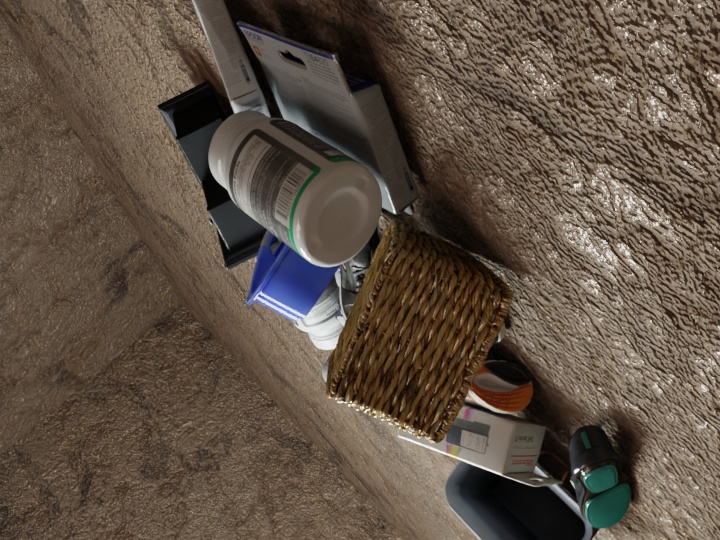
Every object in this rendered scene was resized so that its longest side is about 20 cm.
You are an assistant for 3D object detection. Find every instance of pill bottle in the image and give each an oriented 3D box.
[{"bbox_3d":[-0.076,-0.096,0.965,0.199,0.113,0.114,36,160,42],"label":"pill bottle"},{"bbox_3d":[-0.080,0.025,1.449,0.115,0.115,0.202,29,154,52],"label":"pill bottle"}]

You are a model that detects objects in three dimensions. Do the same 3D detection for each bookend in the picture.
[{"bbox_3d":[-0.219,-0.146,1.372,0.201,0.091,0.201,-115,0,-50],"label":"bookend"}]

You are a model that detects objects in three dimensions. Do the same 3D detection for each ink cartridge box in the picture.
[{"bbox_3d":[0.161,0.213,1.149,0.197,0.069,0.116,15,178,32],"label":"ink cartridge box"},{"bbox_3d":[-0.034,-0.178,0.977,0.199,0.040,0.202,34,156,46],"label":"ink cartridge box"},{"bbox_3d":[-0.153,-0.241,1.119,0.200,0.040,0.203,76,172,-67],"label":"ink cartridge box"}]

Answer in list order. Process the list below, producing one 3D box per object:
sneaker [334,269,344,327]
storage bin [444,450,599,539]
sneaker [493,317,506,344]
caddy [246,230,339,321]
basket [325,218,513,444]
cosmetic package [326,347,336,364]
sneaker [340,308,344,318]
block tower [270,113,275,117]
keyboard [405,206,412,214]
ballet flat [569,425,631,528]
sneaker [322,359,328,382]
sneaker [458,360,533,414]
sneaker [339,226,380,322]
[{"bbox_3d":[-0.009,0.041,1.350,0.128,0.080,0.200,17,155,48],"label":"sneaker"},{"bbox_3d":[0.238,0.319,1.226,0.199,0.147,0.134,40,-171,30],"label":"storage bin"},{"bbox_3d":[0.084,0.044,1.092,0.199,0.084,0.076,35,159,45],"label":"sneaker"},{"bbox_3d":[-0.082,-0.028,1.214,0.104,0.202,0.141,33,167,-7],"label":"caddy"},{"bbox_3d":[0.062,0.064,1.008,0.146,0.203,0.143,22,-166,-5],"label":"basket"},{"bbox_3d":[0.050,0.133,1.225,0.198,0.083,0.051,26,-163,-44],"label":"cosmetic package"},{"bbox_3d":[0.036,0.114,1.278,0.199,0.083,0.072,34,-176,-38],"label":"sneaker"},{"bbox_3d":[-0.123,-0.147,1.298,0.058,0.054,0.201,42,163,27],"label":"block tower"},{"bbox_3d":[-0.004,-0.123,1.108,0.199,0.011,0.057,34,162,47],"label":"keyboard"},{"bbox_3d":[0.276,0.236,1.044,0.073,0.073,0.201,38,166,36],"label":"ballet flat"},{"bbox_3d":[0.024,0.157,1.381,0.197,0.072,0.080,8,-160,-29],"label":"sneaker"},{"bbox_3d":[0.120,0.133,1.137,0.197,0.077,0.092,25,167,12],"label":"sneaker"},{"bbox_3d":[0.000,0.000,1.097,0.088,0.074,0.204,65,-170,-78],"label":"sneaker"}]
